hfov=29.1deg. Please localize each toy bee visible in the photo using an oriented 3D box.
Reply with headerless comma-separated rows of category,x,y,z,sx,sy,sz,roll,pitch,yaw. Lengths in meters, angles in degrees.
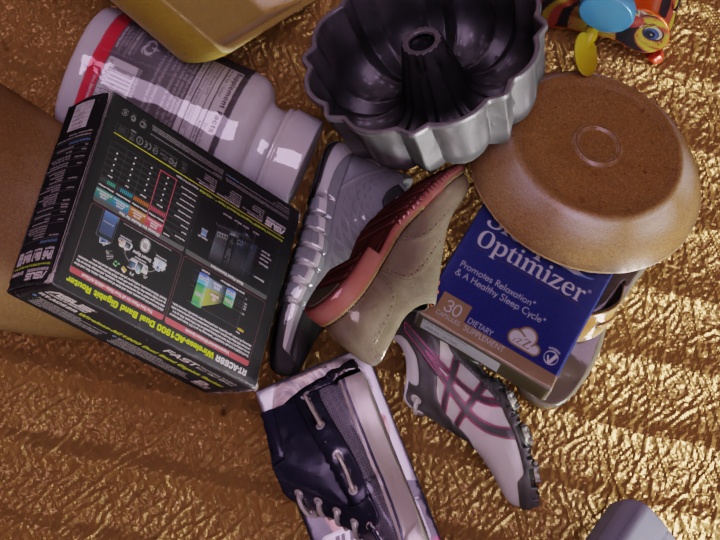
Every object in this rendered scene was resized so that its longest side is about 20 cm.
toy bee,0.218,-0.212,1.157,0.199,0.109,0.131,31,73,30

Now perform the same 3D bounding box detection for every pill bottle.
pill bottle,-0.136,-0.123,1.122,0.198,0.111,0.112,25,85,-1

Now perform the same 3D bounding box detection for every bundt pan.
bundt pan,0.057,-0.157,1.116,0.199,0.076,0.204,-10,49,11

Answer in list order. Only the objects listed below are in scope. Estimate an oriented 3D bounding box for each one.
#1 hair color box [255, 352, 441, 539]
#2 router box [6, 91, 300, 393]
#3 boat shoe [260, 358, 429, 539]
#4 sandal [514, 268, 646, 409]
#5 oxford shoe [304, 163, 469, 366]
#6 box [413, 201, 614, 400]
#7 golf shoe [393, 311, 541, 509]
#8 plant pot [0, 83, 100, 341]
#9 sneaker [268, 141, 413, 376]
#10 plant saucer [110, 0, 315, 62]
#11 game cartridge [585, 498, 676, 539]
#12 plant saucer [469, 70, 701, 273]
hair color box,-0.005,0.174,1.131,0.099,0.061,0.202,-22,86,-4
router box,-0.146,-0.015,1.025,0.199,0.062,0.152,32,61,-38
boat shoe,-0.008,0.177,1.064,0.092,0.075,0.202,-22,72,1
sandal,0.189,0.021,1.154,0.080,0.054,0.201,35,84,0
oxford shoe,0.035,-0.007,1.077,0.075,0.070,0.200,49,56,-11
box,0.142,-0.011,1.118,0.120,0.032,0.201,29,65,8
golf shoe,0.085,0.109,1.139,0.087,0.077,0.202,-25,78,3
plant pot,-0.236,-0.021,1.090,0.198,0.186,0.188,25,85,-19
sneaker,0.000,0.000,1.130,0.114,0.075,0.202,17,75,-6
plant saucer,-0.153,-0.245,1.114,0.199,0.200,0.049,40,120,1
game cartridge,0.237,0.290,1.101,0.041,0.133,0.201,-22,103,38
plant saucer,0.188,-0.092,1.127,0.197,0.036,0.202,5,58,-8
